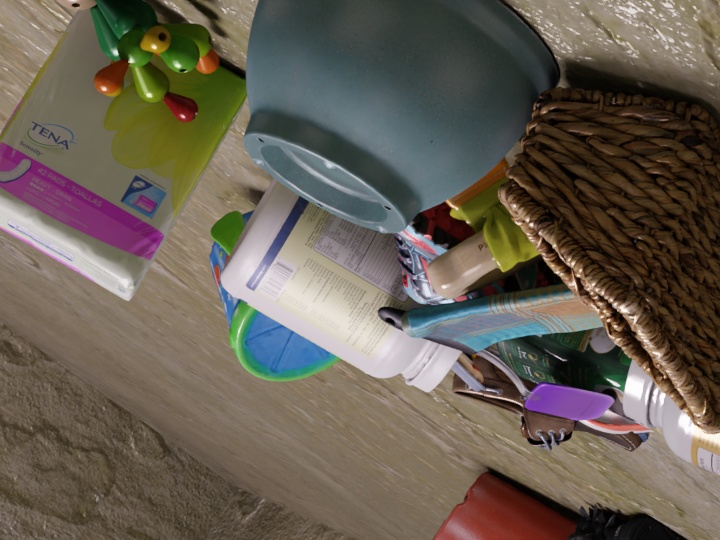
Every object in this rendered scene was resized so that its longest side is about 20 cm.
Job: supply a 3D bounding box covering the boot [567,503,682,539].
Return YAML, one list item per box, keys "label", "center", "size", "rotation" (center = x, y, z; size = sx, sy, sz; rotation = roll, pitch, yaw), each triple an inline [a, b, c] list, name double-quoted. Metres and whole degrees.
- label: "boot"
  center: [0.357, 0.362, 2.553]
  size: [0.198, 0.073, 0.162]
  rotation: [39, 163, -12]

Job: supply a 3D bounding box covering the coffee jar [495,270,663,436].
- label: "coffee jar"
  center: [0.213, 0.070, 1.687]
  size: [0.200, 0.085, 0.104]
  rotation: [23, 159, 27]

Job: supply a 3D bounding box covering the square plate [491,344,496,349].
- label: "square plate"
  center: [0.139, 0.043, 1.876]
  size: [0.198, 0.028, 0.200]
  rotation: [39, 165, -35]

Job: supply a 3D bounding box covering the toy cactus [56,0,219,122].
- label: "toy cactus"
  center: [-0.189, -0.189, 1.556]
  size: [0.165, 0.102, 0.200]
  rotation: [39, 174, 17]

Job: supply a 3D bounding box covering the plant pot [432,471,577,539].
- label: "plant pot"
  center: [0.200, 0.375, 2.715]
  size: [0.195, 0.201, 0.201]
  rotation: [35, 169, 11]

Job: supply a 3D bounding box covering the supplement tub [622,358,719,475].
- label: "supplement tub"
  center: [0.295, 0.085, 1.432]
  size: [0.200, 0.145, 0.144]
  rotation: [24, 167, 21]

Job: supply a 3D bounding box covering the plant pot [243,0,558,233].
- label: "plant pot"
  center: [0.006, -0.109, 1.328]
  size: [0.200, 0.134, 0.200]
  rotation: [28, 167, 7]

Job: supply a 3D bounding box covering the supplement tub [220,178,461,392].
- label: "supplement tub"
  center: [0.000, 0.000, 1.741]
  size: [0.200, 0.145, 0.145]
  rotation: [30, 167, -6]

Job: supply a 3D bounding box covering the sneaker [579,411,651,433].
- label: "sneaker"
  center: [0.257, 0.099, 1.764]
  size: [0.200, 0.077, 0.082]
  rotation: [14, 154, 10]

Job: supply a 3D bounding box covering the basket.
- label: "basket"
  center: [0.161, -0.005, 1.322]
  size: [0.143, 0.149, 0.200]
  rotation: [10, 160, 29]

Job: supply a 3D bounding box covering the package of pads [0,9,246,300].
- label: "package of pads"
  center: [-0.201, -0.100, 1.658]
  size: [0.154, 0.200, 0.068]
  rotation: [30, 164, -2]

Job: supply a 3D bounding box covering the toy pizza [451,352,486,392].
- label: "toy pizza"
  center: [0.052, 0.036, 1.956]
  size: [0.200, 0.032, 0.200]
  rotation: [45, -179, -1]

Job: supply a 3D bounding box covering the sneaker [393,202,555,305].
- label: "sneaker"
  center: [0.055, -0.011, 1.624]
  size: [0.200, 0.079, 0.095]
  rotation: [40, 128, -21]

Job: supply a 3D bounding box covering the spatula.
- label: "spatula"
  center: [0.104, 0.074, 1.666]
  size: [0.200, 0.021, 0.057]
  rotation: [27, 150, 1]

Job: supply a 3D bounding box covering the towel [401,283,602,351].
- label: "towel"
  center: [0.146, 0.031, 1.541]
  size: [0.200, 0.022, 0.147]
  rotation: [-10, 169, 24]

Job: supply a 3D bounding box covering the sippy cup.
- label: "sippy cup"
  center: [-0.078, 0.013, 1.976]
  size: [0.130, 0.139, 0.178]
  rotation: [-122, 30, -43]

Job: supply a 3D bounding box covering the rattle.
- label: "rattle"
  center: [0.099, -0.053, 1.525]
  size: [0.143, 0.130, 0.200]
  rotation: [47, -156, 13]

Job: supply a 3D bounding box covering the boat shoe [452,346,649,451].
- label: "boat shoe"
  center: [0.183, 0.136, 2.043]
  size: [0.200, 0.072, 0.072]
  rotation: [26, 167, 15]
